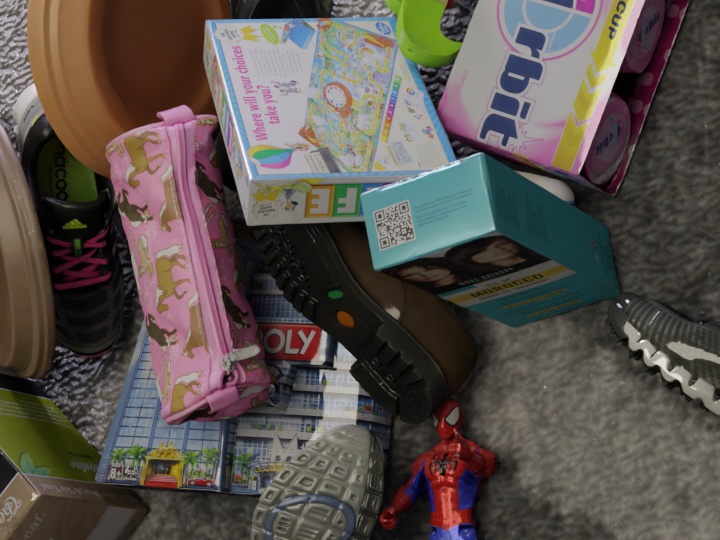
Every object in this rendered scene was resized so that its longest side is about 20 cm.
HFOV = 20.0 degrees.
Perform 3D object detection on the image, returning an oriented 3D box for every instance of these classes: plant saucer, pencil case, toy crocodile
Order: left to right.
[{"bbox_3d":[-0.261,-0.018,1.453,0.200,0.029,0.201,44,141,52],"label":"plant saucer"},{"bbox_3d":[-0.146,-0.161,1.395,0.037,0.200,0.201,3,81,35],"label":"plant saucer"},{"bbox_3d":[-0.111,-0.002,1.329,0.086,0.083,0.201,-19,78,29],"label":"pencil case"},{"bbox_3d":[0.059,-0.229,1.364,0.061,0.068,0.201,16,64,-2],"label":"toy crocodile"}]

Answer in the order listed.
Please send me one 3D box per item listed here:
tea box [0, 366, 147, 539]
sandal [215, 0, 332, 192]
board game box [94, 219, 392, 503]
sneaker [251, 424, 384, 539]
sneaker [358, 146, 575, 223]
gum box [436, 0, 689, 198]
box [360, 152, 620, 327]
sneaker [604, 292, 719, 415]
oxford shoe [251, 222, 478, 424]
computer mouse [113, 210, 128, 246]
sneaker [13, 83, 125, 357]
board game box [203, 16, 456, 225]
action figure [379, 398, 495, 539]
[{"bbox_3d":[-0.298,0.177,1.447,0.197,0.133,0.200,44,102,29],"label":"tea box"},{"bbox_3d":[-0.058,-0.152,1.419,0.075,0.048,0.202,6,88,-11],"label":"sandal"},{"bbox_3d":[-0.075,0.053,1.394,0.199,0.062,0.201,0,80,28],"label":"board game box"},{"bbox_3d":[-0.039,0.184,1.317,0.074,0.087,0.201,26,105,3],"label":"sneaker"},{"bbox_3d":[0.047,-0.061,1.345,0.199,0.072,0.073,6,89,28],"label":"sneaker"},{"bbox_3d":[0.140,-0.163,1.318,0.113,0.066,0.201,21,90,31],"label":"gum box"},{"bbox_3d":[0.084,-0.015,1.242,0.082,0.200,0.049,-18,71,24],"label":"box"},{"bbox_3d":[0.242,0.055,1.222,0.200,0.066,0.091,34,94,26],"label":"sneaker"},{"bbox_3d":[0.000,0.000,1.325,0.200,0.084,0.073,52,146,1],"label":"oxford shoe"},{"bbox_3d":[-0.178,-0.108,1.482,0.201,0.044,0.110,67,153,13],"label":"computer mouse"},{"bbox_3d":[-0.203,-0.031,1.432,0.073,0.087,0.201,-8,103,-13],"label":"sneaker"},{"bbox_3d":[-0.022,-0.100,1.317,0.200,0.134,0.034,-108,20,-52],"label":"board game box"},{"bbox_3d":[0.050,0.175,1.283,0.065,0.099,0.201,-8,73,22],"label":"action figure"}]
